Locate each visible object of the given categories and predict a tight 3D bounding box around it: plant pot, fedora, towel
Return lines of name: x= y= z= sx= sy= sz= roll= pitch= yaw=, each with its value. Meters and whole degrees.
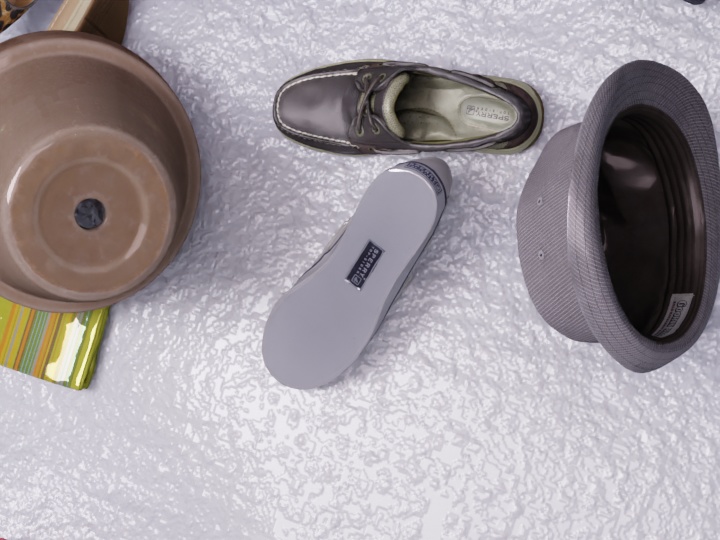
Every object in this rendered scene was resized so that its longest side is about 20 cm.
plant pot: x=-0.194 y=-0.057 z=1.105 sx=0.198 sy=0.175 sz=0.203 roll=-4 pitch=103 yaw=-16
fedora: x=0.164 y=-0.032 z=1.082 sx=0.090 sy=0.176 sz=0.203 roll=-6 pitch=85 yaw=43
towel: x=-0.286 y=0.023 z=1.245 sx=0.198 sy=0.018 sz=0.087 roll=16 pitch=86 yaw=15

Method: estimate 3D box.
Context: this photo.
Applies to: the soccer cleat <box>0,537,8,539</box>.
soccer cleat: x=-0.239 y=0.296 z=1.196 sx=0.076 sy=0.067 sz=0.201 roll=-32 pitch=83 yaw=15

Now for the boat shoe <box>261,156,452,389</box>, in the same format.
boat shoe: x=0.000 y=0.000 z=1.150 sx=0.072 sy=0.066 sz=0.201 roll=35 pitch=117 yaw=10

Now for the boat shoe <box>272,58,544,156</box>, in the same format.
boat shoe: x=0.028 y=-0.117 z=1.148 sx=0.198 sy=0.066 sz=0.073 roll=5 pitch=89 yaw=14

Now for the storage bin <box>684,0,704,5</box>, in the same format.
storage bin: x=0.207 y=-0.258 z=1.054 sx=0.145 sy=0.200 sz=0.135 roll=37 pitch=105 yaw=13

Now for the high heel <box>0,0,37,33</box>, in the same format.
high heel: x=-0.215 y=-0.230 z=1.178 sx=0.141 sy=0.071 sz=0.201 roll=17 pitch=71 yaw=32

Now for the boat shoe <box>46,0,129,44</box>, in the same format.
boat shoe: x=-0.241 y=-0.139 z=1.211 sx=0.064 sy=0.071 sz=0.201 roll=28 pitch=89 yaw=21
